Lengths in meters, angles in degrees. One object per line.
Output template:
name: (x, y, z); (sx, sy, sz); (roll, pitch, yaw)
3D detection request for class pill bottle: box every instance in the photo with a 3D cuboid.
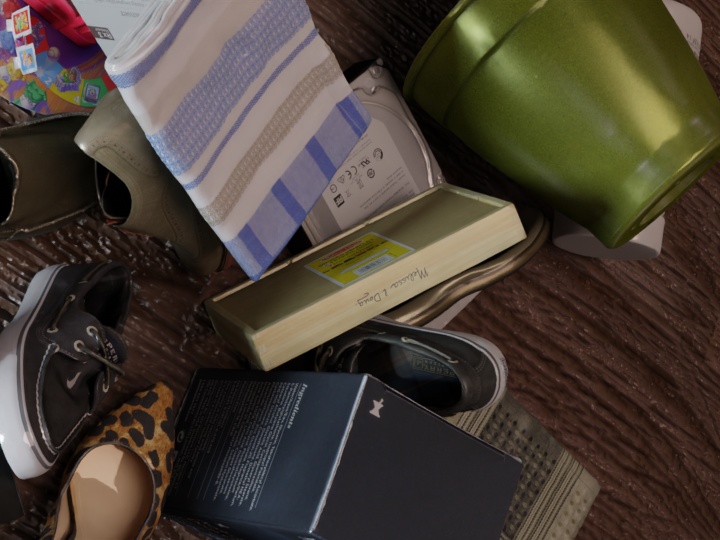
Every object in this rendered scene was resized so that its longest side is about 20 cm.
pill bottle: (0.212, -0.116, 1.323); (0.114, 0.114, 0.201); (16, 78, -36)

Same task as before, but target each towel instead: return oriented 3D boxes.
towel: (-0.068, -0.108, 0.994); (0.147, 0.024, 0.200); (-55, 138, -24)
towel: (0.088, 0.192, 1.270); (0.193, 0.034, 0.200); (46, 64, -24)

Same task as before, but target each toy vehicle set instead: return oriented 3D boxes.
toy vehicle set: (0.000, 0.000, 1.103); (0.199, 0.124, 0.027); (-27, 107, -13)

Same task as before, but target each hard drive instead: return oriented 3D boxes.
hard drive: (0.009, -0.038, 1.210); (0.140, 0.038, 0.201); (-41, 113, -32)

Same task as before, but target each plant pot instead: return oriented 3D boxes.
plant pot: (0.169, -0.127, 1.188); (0.200, 0.201, 0.193); (-34, 77, -34)

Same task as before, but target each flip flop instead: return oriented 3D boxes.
flip flop: (0.062, -0.005, 1.186); (0.199, 0.081, 0.058); (-29, 92, -29)

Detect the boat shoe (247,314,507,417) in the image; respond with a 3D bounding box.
boat shoe: (0.001, 0.062, 1.094); (0.057, 0.199, 0.069); (-15, 107, -59)

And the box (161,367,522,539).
box: (-0.020, 0.143, 1.075); (0.148, 0.199, 0.108); (32, 69, -32)

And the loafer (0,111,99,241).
loafer: (-0.219, -0.050, 1.009); (0.199, 0.069, 0.076); (-26, 104, -36)

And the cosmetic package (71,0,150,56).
cosmetic package: (-0.101, -0.149, 1.047); (0.081, 0.112, 0.200); (-54, 136, -27)

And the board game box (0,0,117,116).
board game box: (-0.184, -0.203, 1.062); (0.157, 0.039, 0.201); (-15, 98, -38)

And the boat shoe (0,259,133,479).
boat shoe: (-0.171, 0.051, 0.975); (0.200, 0.066, 0.070); (-88, 160, -66)

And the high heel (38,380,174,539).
high heel: (-0.157, 0.148, 1.000); (0.071, 0.143, 0.201); (28, 71, -5)

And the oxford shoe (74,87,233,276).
oxford shoe: (-0.136, -0.050, 1.045); (0.075, 0.070, 0.200); (-40, 147, -14)

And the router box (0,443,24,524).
router box: (-0.282, 0.065, 0.881); (0.149, 0.051, 0.201); (-18, 96, -38)
